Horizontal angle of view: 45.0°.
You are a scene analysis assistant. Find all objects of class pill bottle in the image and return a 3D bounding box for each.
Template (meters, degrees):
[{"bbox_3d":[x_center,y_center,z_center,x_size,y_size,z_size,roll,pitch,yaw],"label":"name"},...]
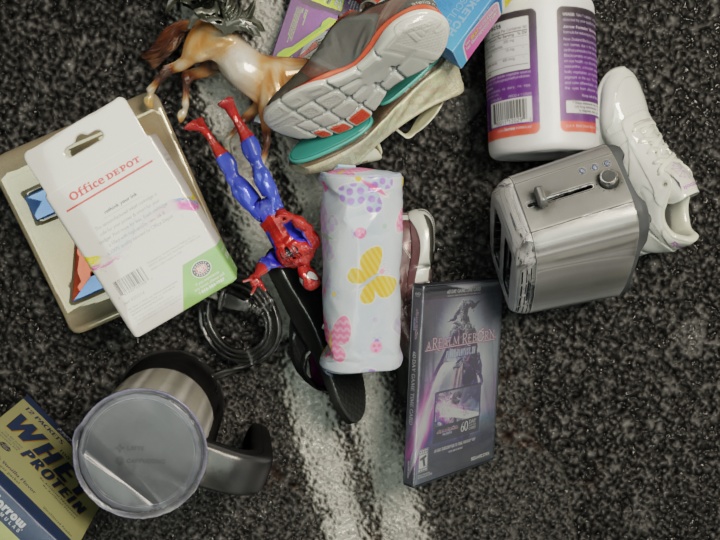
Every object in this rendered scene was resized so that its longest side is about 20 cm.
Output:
[{"bbox_3d":[0.180,-0.216,0.873,0.110,0.111,0.202,-2,91,-4],"label":"pill bottle"}]

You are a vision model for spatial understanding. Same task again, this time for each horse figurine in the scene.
[{"bbox_3d":[-0.130,-0.189,0.867,0.199,0.050,0.133,34,101,2],"label":"horse figurine"}]

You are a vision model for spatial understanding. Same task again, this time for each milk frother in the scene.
[{"bbox_3d":[-0.166,0.109,0.842,0.179,0.188,0.202,1,95,-5],"label":"milk frother"}]

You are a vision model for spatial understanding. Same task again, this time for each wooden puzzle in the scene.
[{"bbox_3d":[-0.256,-0.058,0.891,0.184,0.046,0.201,-23,97,-2],"label":"wooden puzzle"}]

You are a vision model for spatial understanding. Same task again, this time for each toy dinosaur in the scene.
[{"bbox_3d":[-0.137,-0.306,0.823,0.198,0.102,0.137,-1,125,-18],"label":"toy dinosaur"}]

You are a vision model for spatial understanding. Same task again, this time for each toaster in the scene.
[{"bbox_3d":[0.203,-0.031,0.875,0.128,0.200,0.114,-13,62,1],"label":"toaster"}]

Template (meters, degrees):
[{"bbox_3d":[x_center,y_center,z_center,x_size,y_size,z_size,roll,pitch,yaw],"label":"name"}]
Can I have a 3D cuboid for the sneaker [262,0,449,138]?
[{"bbox_3d":[-0.008,-0.197,0.817,0.199,0.077,0.082,-27,56,21],"label":"sneaker"}]

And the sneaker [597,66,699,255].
[{"bbox_3d":[0.301,-0.114,0.898,0.075,0.099,0.202,-23,103,-32],"label":"sneaker"}]

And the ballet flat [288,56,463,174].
[{"bbox_3d":[0.021,-0.145,0.872,0.199,0.068,0.062,-36,126,2],"label":"ballet flat"}]

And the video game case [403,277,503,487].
[{"bbox_3d":[0.098,0.111,0.903,0.142,0.019,0.202,-3,99,-48],"label":"video game case"}]

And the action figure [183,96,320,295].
[{"bbox_3d":[-0.099,-0.060,0.823,0.065,0.099,0.201,-29,100,16],"label":"action figure"}]

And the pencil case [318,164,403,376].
[{"bbox_3d":[0.000,0.000,0.839,0.082,0.091,0.202,-2,99,-15],"label":"pencil case"}]

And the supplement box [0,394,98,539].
[{"bbox_3d":[-0.372,0.255,0.834,0.200,0.200,0.134,-43,98,-1],"label":"supplement box"}]

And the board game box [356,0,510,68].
[{"bbox_3d":[0.096,-0.318,0.834,0.153,0.040,0.201,38,93,21],"label":"board game box"}]

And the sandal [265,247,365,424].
[{"bbox_3d":[-0.051,0.068,0.915,0.048,0.075,0.202,-25,89,26],"label":"sandal"}]

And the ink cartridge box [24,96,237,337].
[{"bbox_3d":[-0.218,-0.053,0.841,0.117,0.067,0.201,-30,101,-1],"label":"ink cartridge box"}]

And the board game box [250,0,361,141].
[{"bbox_3d":[-0.027,-0.228,0.901,0.119,0.032,0.202,20,94,-2],"label":"board game box"}]

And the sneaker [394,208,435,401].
[{"bbox_3d":[0.019,0.035,0.917,0.114,0.076,0.202,2,91,7],"label":"sneaker"}]
